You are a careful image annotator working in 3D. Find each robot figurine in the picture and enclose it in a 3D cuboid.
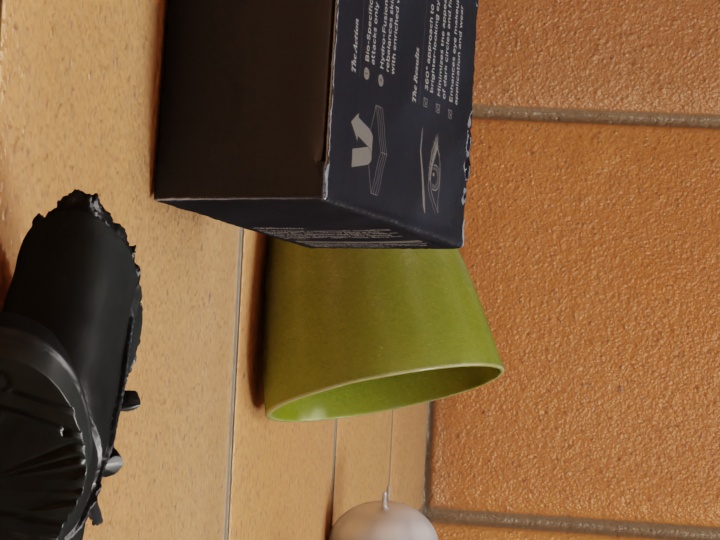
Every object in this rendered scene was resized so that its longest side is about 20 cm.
[{"bbox_3d":[0.021,0.320,2.158,0.170,0.113,0.200,-175,-92,-81],"label":"robot figurine"}]

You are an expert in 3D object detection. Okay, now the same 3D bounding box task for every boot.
[{"bbox_3d":[-0.126,0.037,0.845,0.198,0.073,0.163,97,3,-49],"label":"boot"}]

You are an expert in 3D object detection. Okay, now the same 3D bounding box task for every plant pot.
[{"bbox_3d":[0.000,0.000,1.655,0.187,0.187,0.200,62,16,-78],"label":"plant pot"}]

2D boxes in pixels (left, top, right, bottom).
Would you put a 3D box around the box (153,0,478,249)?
[{"bbox_3d":[-0.021,-0.123,1.286,0.200,0.117,0.197,17,75,-63],"label":"box"}]
